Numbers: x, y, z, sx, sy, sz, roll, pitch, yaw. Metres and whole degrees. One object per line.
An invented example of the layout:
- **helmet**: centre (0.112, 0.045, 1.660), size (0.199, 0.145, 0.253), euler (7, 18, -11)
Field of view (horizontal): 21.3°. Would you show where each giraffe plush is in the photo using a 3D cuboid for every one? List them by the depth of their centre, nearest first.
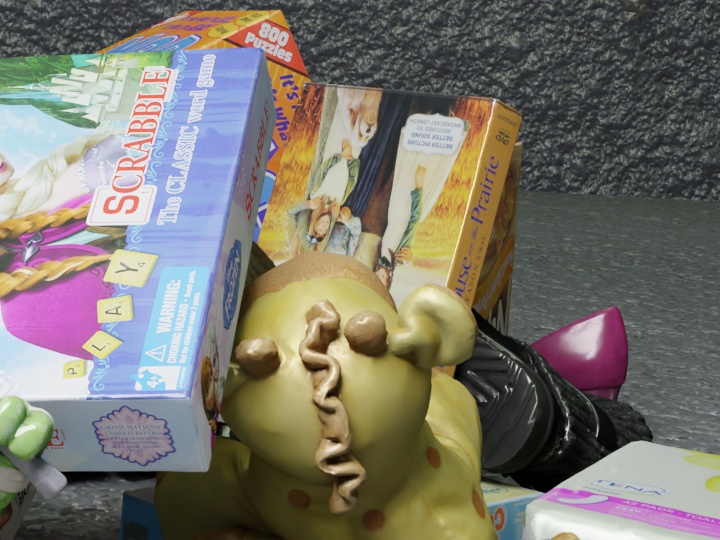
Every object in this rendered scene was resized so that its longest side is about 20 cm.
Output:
- **giraffe plush**: centre (-0.014, 0.067, 0.787), size (0.172, 0.163, 0.200), euler (-31, 38, -16)

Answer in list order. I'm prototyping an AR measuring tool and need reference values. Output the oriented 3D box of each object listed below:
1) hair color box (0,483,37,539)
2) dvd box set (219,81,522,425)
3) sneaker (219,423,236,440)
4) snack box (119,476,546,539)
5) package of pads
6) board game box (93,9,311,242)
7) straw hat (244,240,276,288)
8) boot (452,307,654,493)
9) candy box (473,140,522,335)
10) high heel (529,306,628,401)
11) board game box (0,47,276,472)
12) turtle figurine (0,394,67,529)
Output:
- **hair color box**: centre (-0.202, 0.036, 0.890), size (0.060, 0.201, 0.100), euler (7, 49, 21)
- **dvd box set**: centre (0.000, 0.000, 1.044), size (0.145, 0.202, 0.029), euler (10, -9, 41)
- **sneaker**: centre (-0.024, 0.079, 1.196), size (0.076, 0.076, 0.200), euler (7, 7, 17)
- **snack box**: centre (-0.010, 0.129, 0.971), size (0.116, 0.038, 0.199), euler (12, 11, 42)
- **package of pads**: centre (0.165, 0.138, 0.903), size (0.153, 0.069, 0.200), euler (9, 8, 23)
- **board game box**: centre (-0.126, -0.029, 1.186), size (0.199, 0.201, 0.200), euler (-27, 16, -16)
- **straw hat**: centre (-0.111, 0.026, 0.914), size (0.200, 0.085, 0.201), euler (34, -20, 14)
- **boot**: centre (0.064, 0.058, 1.102), size (0.211, 0.080, 0.157), euler (46, 14, 33)
- **candy box**: centre (0.059, 0.017, 1.219), size (0.055, 0.202, 0.115), euler (6, 8, 18)
- **high heel**: centre (0.085, 0.060, 1.311), size (0.198, 0.097, 0.067), euler (7, 8, 16)
- **board game box**: centre (-0.143, -0.009, 0.743), size (0.197, 0.041, 0.201), euler (-2, 43, 8)
- **turtle figurine**: centre (-0.123, 0.119, 0.612), size (0.192, 0.201, 0.144), euler (11, 43, 13)
